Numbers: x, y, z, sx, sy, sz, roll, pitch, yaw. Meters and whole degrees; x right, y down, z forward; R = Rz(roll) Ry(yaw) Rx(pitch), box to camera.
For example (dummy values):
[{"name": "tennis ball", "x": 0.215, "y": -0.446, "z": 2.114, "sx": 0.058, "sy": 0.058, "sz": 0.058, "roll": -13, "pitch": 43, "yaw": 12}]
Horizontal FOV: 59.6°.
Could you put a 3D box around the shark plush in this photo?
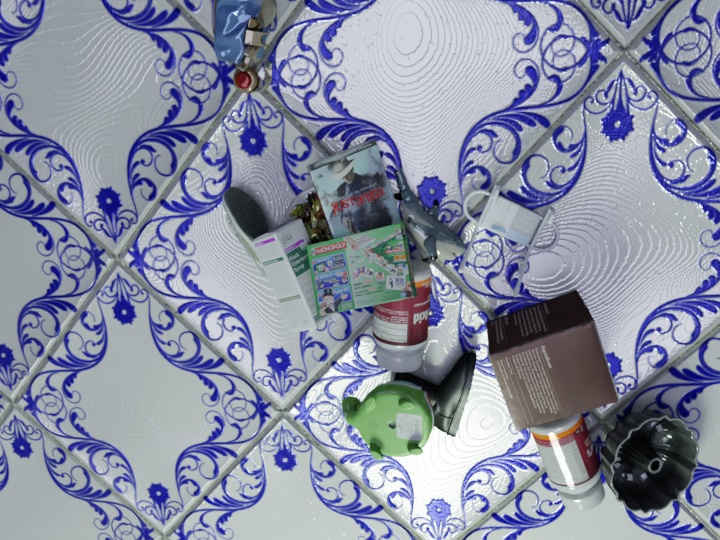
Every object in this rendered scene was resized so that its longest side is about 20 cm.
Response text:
[{"name": "shark plush", "x": 0.123, "y": -0.103, "z": 1.222, "sx": 0.082, "sy": 0.091, "sz": 0.202, "roll": -33, "pitch": 82, "yaw": -5}]

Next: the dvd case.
[{"name": "dvd case", "x": -0.005, "y": -0.131, "z": 1.213, "sx": 0.143, "sy": 0.022, "sz": 0.205, "roll": -21, "pitch": 102, "yaw": -7}]

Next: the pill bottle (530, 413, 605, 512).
[{"name": "pill bottle", "x": 0.422, "y": 0.374, "z": 1.273, "sx": 0.107, "sy": 0.110, "sz": 0.204, "roll": -21, "pitch": 103, "yaw": 15}]

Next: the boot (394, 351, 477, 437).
[{"name": "boot", "x": 0.145, "y": 0.243, "z": 1.306, "sx": 0.158, "sy": 0.073, "sz": 0.203, "roll": 17, "pitch": 108, "yaw": 10}]

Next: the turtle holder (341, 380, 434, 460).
[{"name": "turtle holder", "x": 0.059, "y": 0.290, "z": 1.236, "sx": 0.183, "sy": 0.132, "sz": 0.143, "roll": -29, "pitch": 93, "yaw": 21}]

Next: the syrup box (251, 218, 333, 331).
[{"name": "syrup box", "x": -0.127, "y": 0.010, "z": 1.236, "sx": 0.080, "sy": 0.078, "sz": 0.204, "roll": -11, "pitch": 106, "yaw": 43}]

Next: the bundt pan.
[{"name": "bundt pan", "x": 0.561, "y": 0.367, "z": 1.243, "sx": 0.196, "sy": 0.076, "sz": 0.208, "roll": -3, "pitch": 104, "yaw": -12}]

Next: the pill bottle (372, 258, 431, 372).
[{"name": "pill bottle", "x": 0.081, "y": 0.088, "z": 1.242, "sx": 0.111, "sy": 0.114, "sz": 0.206, "roll": 4, "pitch": 108, "yaw": 8}]

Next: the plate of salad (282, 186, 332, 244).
[{"name": "plate of salad", "x": -0.066, "y": -0.068, "z": 1.255, "sx": 0.194, "sy": 0.048, "sz": 0.206, "roll": 3, "pitch": 108, "yaw": 10}]

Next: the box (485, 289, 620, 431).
[{"name": "box", "x": 0.356, "y": 0.168, "z": 1.191, "sx": 0.196, "sy": 0.166, "sz": 0.168, "roll": -20, "pitch": 102, "yaw": 16}]

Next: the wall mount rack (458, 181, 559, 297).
[{"name": "wall mount rack", "x": 0.273, "y": -0.061, "z": 1.184, "sx": 0.196, "sy": 0.075, "sz": 0.177, "roll": 24, "pitch": 110, "yaw": 3}]

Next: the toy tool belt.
[{"name": "toy tool belt", "x": -0.219, "y": -0.423, "z": 1.133, "sx": 0.121, "sy": 0.123, "sz": 0.206, "roll": 9, "pitch": 109, "yaw": 7}]

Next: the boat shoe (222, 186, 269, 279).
[{"name": "boat shoe", "x": -0.220, "y": -0.071, "z": 1.270, "sx": 0.064, "sy": 0.075, "sz": 0.204, "roll": -19, "pitch": 112, "yaw": 42}]

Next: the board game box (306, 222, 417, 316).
[{"name": "board game box", "x": 0.000, "y": 0.000, "z": 1.174, "sx": 0.195, "sy": 0.029, "sz": 0.139, "roll": -12, "pitch": 86, "yaw": 21}]
